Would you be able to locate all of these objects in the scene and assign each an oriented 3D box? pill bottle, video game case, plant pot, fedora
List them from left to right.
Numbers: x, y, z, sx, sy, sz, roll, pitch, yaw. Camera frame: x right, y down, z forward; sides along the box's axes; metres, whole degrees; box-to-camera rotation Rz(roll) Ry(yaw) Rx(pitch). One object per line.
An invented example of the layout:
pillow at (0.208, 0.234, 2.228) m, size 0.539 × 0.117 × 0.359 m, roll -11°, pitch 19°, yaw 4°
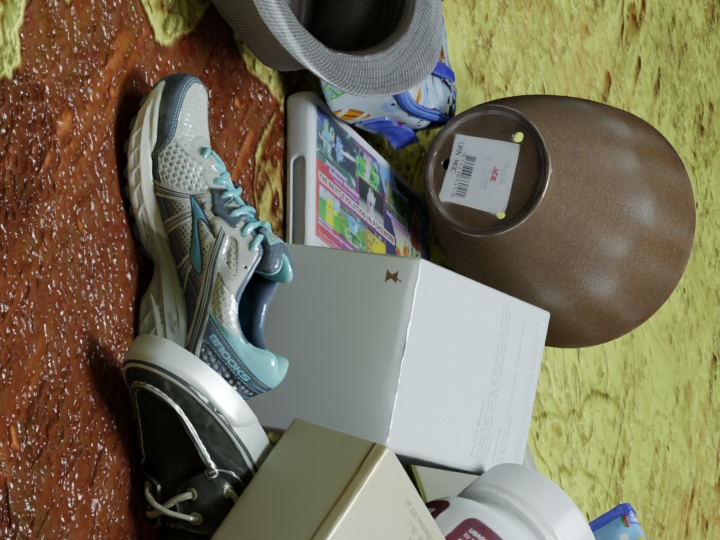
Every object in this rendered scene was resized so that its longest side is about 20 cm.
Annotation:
fedora at (-0.039, -0.195, 1.654) m, size 0.177 × 0.090 × 0.200 m, roll -23°, pitch 96°, yaw -47°
video game case at (0.000, 0.000, 1.792) m, size 0.200 × 0.023 × 0.183 m, roll 40°, pitch 45°, yaw -57°
pill bottle at (0.045, 0.209, 1.589) m, size 0.200 × 0.114 × 0.114 m, roll -37°, pitch 119°, yaw -32°
plant pot at (0.122, -0.050, 1.888) m, size 0.200 × 0.187 × 0.187 m, roll 23°, pitch 60°, yaw -65°

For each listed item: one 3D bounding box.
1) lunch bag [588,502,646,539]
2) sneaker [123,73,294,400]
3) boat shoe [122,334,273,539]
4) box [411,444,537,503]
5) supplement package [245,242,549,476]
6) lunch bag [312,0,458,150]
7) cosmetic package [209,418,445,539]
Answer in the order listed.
lunch bag at (0.112, 0.263, 1.672) m, size 0.151 × 0.200 × 0.094 m, roll -107°, pitch 171°, yaw -45°
sneaker at (-0.079, -0.018, 1.520) m, size 0.078 × 0.086 × 0.200 m, roll 15°, pitch 68°, yaw -67°
boat shoe at (-0.084, 0.124, 1.470) m, size 0.064 × 0.071 × 0.200 m, roll -50°, pitch 128°, yaw -32°
box at (0.100, 0.197, 1.799) m, size 0.068 × 0.082 × 0.200 m, roll 53°, pitch 18°, yaw -66°
supplement package at (0.020, 0.058, 1.645) m, size 0.200 × 0.117 × 0.117 m, roll 22°, pitch 78°, yaw -61°
lunch bag at (0.016, -0.167, 1.806) m, size 0.200 × 0.075 × 0.161 m, roll 7°, pitch 72°, yaw -76°
cosmetic package at (-0.045, 0.192, 1.433) m, size 0.200 × 0.073 × 0.104 m, roll -56°, pitch 139°, yaw -24°
